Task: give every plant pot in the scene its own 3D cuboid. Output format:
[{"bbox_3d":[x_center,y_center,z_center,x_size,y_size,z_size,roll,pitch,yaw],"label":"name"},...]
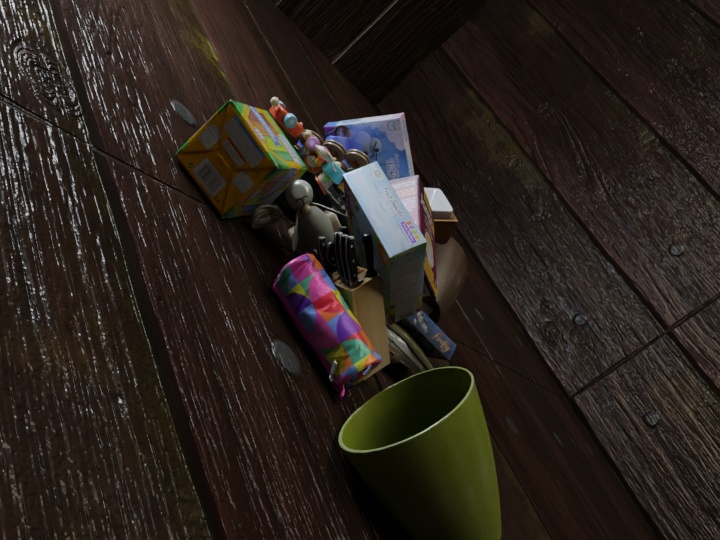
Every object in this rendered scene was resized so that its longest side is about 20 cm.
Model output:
[{"bbox_3d":[0.095,0.258,0.810,0.203,0.184,0.187,65,13,-9],"label":"plant pot"},{"bbox_3d":[0.142,0.038,1.443,0.187,0.186,0.201,48,28,-14],"label":"plant pot"}]

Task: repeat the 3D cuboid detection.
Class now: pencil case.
[{"bbox_3d":[-0.049,0.076,0.916,0.202,0.088,0.088,56,16,14],"label":"pencil case"}]

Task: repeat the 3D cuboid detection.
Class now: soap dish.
[{"bbox_3d":[0.123,-0.125,1.444,0.201,0.153,0.083,-98,-171,-67],"label":"soap dish"}]

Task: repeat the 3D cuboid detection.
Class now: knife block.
[{"bbox_3d":[-0.003,0.041,0.961,0.063,0.176,0.202,-25,75,-34],"label":"knife block"}]

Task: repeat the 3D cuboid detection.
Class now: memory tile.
[{"bbox_3d":[-0.072,-0.211,1.261,0.196,0.017,0.154,23,-25,10],"label":"memory tile"}]

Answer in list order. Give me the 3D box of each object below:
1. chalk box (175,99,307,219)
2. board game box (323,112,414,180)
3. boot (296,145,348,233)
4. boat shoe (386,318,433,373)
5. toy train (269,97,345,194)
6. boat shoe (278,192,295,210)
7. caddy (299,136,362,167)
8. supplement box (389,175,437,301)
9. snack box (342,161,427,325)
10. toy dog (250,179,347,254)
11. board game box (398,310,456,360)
[{"bbox_3d":[-0.173,-0.172,1.023,0.125,0.123,0.200,52,15,0],"label":"chalk box"},{"bbox_3d":[0.025,-0.262,1.545,0.044,0.194,0.204,-57,139,-56],"label":"board game box"},{"bbox_3d":[-0.060,-0.153,1.243,0.200,0.066,0.165,46,9,-13],"label":"boot"},{"bbox_3d":[0.049,0.125,1.127,0.200,0.068,0.075,47,3,-18],"label":"boat shoe"},{"bbox_3d":[-0.091,-0.200,1.085,0.150,0.056,0.201,38,10,-48],"label":"toy train"},{"bbox_3d":[-0.161,-0.196,1.218,0.201,0.075,0.072,48,17,-10],"label":"boat shoe"},{"bbox_3d":[-0.068,-0.235,1.455,0.199,0.138,0.108,-4,94,-72],"label":"caddy"},{"bbox_3d":[0.082,-0.055,1.224,0.132,0.101,0.204,58,27,-51],"label":"supplement box"},{"bbox_3d":[0.037,-0.038,1.015,0.201,0.066,0.171,84,-20,-59],"label":"snack box"},{"bbox_3d":[-0.078,-0.065,1.060,0.098,0.131,0.199,61,18,18],"label":"toy dog"},{"bbox_3d":[0.071,0.089,1.194,0.200,0.035,0.134,45,-22,-27],"label":"board game box"}]
